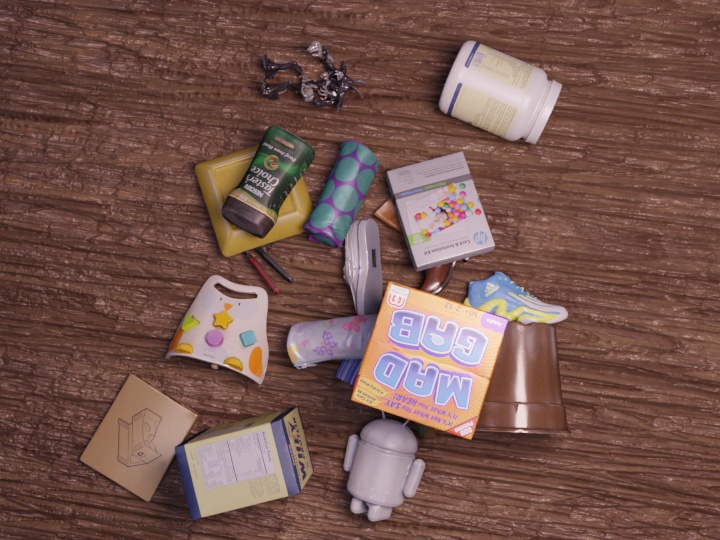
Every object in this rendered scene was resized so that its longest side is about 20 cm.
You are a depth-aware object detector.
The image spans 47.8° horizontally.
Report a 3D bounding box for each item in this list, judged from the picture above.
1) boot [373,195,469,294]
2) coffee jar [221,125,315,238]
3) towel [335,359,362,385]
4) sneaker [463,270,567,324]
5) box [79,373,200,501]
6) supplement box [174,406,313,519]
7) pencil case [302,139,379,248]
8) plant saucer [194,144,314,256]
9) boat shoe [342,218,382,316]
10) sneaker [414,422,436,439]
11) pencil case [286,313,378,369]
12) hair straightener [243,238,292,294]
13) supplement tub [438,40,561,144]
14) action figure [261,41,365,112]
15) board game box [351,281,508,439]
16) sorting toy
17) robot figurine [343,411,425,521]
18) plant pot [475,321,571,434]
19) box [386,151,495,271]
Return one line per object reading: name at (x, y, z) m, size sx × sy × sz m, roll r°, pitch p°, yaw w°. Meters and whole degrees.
boot at (0.105, -0.053, 1.580) m, size 0.200 × 0.068 × 0.188 m, roll 40°, pitch 91°, yaw 5°
coffee jar at (-0.175, -0.164, 1.528) m, size 0.104 × 0.085 × 0.200 m, roll 28°, pitch 80°, yaw 3°
towel at (0.064, 0.172, 1.536) m, size 0.200 × 0.024 × 0.145 m, roll 17°, pitch 71°, yaw 33°
sneaker at (0.296, 0.052, 1.559) m, size 0.200 × 0.076 × 0.105 m, roll 0°, pitch 87°, yaw 4°
box at (-0.438, 0.331, 1.619) m, size 0.163 × 0.021 × 0.200 m, roll 30°, pitch 89°, yaw 5°
supplement box at (-0.209, 0.352, 1.515) m, size 0.199 × 0.200 × 0.134 m, roll -15°, pitch 87°, yaw 4°
pencil case at (-0.036, -0.146, 1.573) m, size 0.085 × 0.092 × 0.200 m, roll 30°, pitch 78°, yaw -26°
plant saucer at (-0.205, -0.152, 1.592) m, size 0.200 × 0.048 × 0.200 m, roll -18°, pitch 81°, yaw -7°
boat shoe at (0.000, 0.000, 1.591) m, size 0.065 × 0.074 × 0.200 m, roll -3°, pitch 82°, yaw 33°
sneaker at (0.081, 0.233, 1.571) m, size 0.090 × 0.067 × 0.200 m, roll -14°, pitch 81°, yaw 3°
pencil case at (-0.041, 0.134, 1.543) m, size 0.200 × 0.083 × 0.091 m, roll -10°, pitch 44°, yaw 21°
hair straightener at (-0.199, -0.050, 1.620) m, size 0.077 × 0.041 × 0.200 m, roll -38°, pitch 80°, yaw -10°
supplement tub at (0.264, -0.334, 1.543) m, size 0.200 × 0.145 × 0.145 m, roll 24°, pitch 89°, yaw 4°
action figure at (-0.094, -0.375, 1.591) m, size 0.200 × 0.102 × 0.119 m, roll 4°, pitch 76°, yaw 5°
board game box at (0.115, 0.145, 1.366) m, size 0.200 × 0.200 × 0.200 m, roll 18°, pitch 88°, yaw 5°
sorting toy at (-0.267, 0.104, 1.596) m, size 0.200 × 0.107 × 0.180 m, roll 14°, pitch 69°, yaw 4°
robot figurine at (0.042, 0.368, 1.541) m, size 0.169 × 0.113 × 0.200 m, roll 13°, pitch 88°, yaw 29°
plant pot at (0.286, 0.198, 1.502) m, size 0.200 × 0.200 × 0.199 m, roll 2°, pitch 81°, yaw 4°
box at (0.150, -0.113, 1.553) m, size 0.156 × 0.041 × 0.200 m, roll -15°, pitch 76°, yaw -4°
